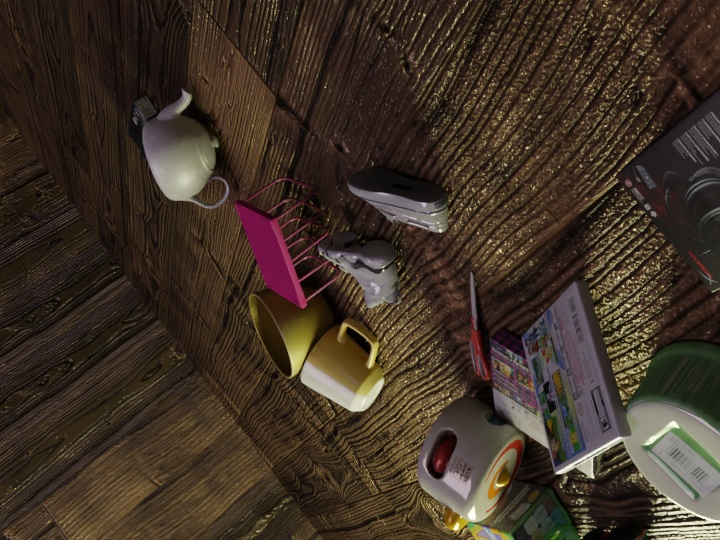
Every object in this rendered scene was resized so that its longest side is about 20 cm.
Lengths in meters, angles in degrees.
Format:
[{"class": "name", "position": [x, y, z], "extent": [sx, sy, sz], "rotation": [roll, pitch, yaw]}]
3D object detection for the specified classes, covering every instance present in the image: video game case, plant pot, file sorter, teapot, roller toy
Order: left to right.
[{"class": "teapot", "position": [-0.380, -0.257, 1.605], "extent": [0.200, 0.142, 0.202], "rotation": [68, -175, -73]}, {"class": "file sorter", "position": [-0.135, -0.061, 1.431], "extent": [0.138, 0.124, 0.204], "rotation": [25, 141, 46]}, {"class": "plant pot", "position": [-0.142, 0.115, 1.621], "extent": [0.201, 0.140, 0.203], "rotation": [48, 153, 34]}, {"class": "roller toy", "position": [0.196, 0.330, 1.263], "extent": [0.138, 0.199, 0.186], "rotation": [26, 143, 34]}, {"class": "video game case", "position": [0.289, 0.205, 1.132], "extent": [0.198, 0.036, 0.184], "rotation": [30, 145, 41]}, {"class": "video game case", "position": [0.279, 0.146, 0.967], "extent": [0.183, 0.021, 0.205], "rotation": [113, 152, -60]}]

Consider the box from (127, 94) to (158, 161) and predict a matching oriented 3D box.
[{"class": "box", "position": [-0.520, -0.319, 1.869], "extent": [0.202, 0.047, 0.193], "rotation": [56, 152, -1]}]

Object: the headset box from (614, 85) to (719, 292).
[{"class": "headset box", "position": [0.344, -0.090, 0.634], "extent": [0.150, 0.077, 0.200], "rotation": [51, 156, 6]}]

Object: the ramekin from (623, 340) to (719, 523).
[{"class": "ramekin", "position": [0.404, 0.194, 0.850], "extent": [0.199, 0.097, 0.203], "rotation": [39, 151, 27]}]

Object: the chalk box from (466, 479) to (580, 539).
[{"class": "chalk box", "position": [0.308, 0.478, 1.330], "extent": [0.126, 0.124, 0.199], "rotation": [58, 155, -9]}]

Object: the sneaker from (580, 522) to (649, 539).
[{"class": "sneaker", "position": [0.421, 0.480, 1.199], "extent": [0.094, 0.069, 0.200], "rotation": [54, 152, 12]}]

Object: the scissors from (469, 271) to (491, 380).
[{"class": "scissors", "position": [0.184, 0.088, 1.187], "extent": [0.073, 0.014, 0.205], "rotation": [-117, 13, -71]}]

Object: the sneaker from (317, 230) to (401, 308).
[{"class": "sneaker", "position": [0.000, 0.000, 1.331], "extent": [0.198, 0.075, 0.117], "rotation": [15, 132, 48]}]

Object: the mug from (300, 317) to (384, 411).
[{"class": "mug", "position": [-0.030, 0.218, 1.582], "extent": [0.152, 0.150, 0.188], "rotation": [34, 156, 18]}]

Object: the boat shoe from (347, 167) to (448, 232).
[{"class": "boat shoe", "position": [0.054, -0.104, 1.117], "extent": [0.198, 0.073, 0.067], "rotation": [27, 140, 45]}]
